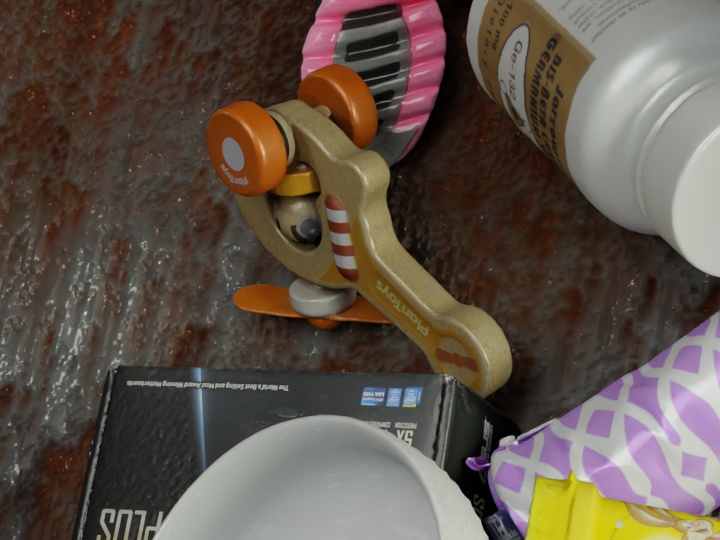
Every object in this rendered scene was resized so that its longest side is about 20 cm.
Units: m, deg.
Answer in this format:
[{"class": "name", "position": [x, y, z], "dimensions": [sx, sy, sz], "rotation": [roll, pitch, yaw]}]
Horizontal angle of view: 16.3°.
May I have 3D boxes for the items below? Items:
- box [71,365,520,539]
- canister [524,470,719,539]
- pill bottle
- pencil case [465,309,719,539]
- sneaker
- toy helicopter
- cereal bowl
[{"class": "box", "position": [-0.037, 0.138, 1.237], "dimensions": [0.200, 0.086, 0.164], "rotation": [1, 71, 28]}, {"class": "canister", "position": [0.160, 0.175, 1.064], "dimensions": [0.200, 0.087, 0.149], "rotation": [10, 51, 5]}, {"class": "pill bottle", "position": [0.139, -0.082, 1.188], "dimensions": [0.114, 0.114, 0.200], "rotation": [-44, 38, 5]}, {"class": "pencil case", "position": [0.150, 0.070, 1.167], "dimensions": [0.200, 0.084, 0.086], "rotation": [-34, 67, 7]}, {"class": "sneaker", "position": [0.004, -0.152, 1.350], "dimensions": [0.079, 0.095, 0.200], "rotation": [-2, 90, 1]}, {"class": "toy helicopter", "position": [0.000, 0.000, 1.270], "dimensions": [0.079, 0.132, 0.200], "rotation": [-26, 57, -35]}, {"class": "cereal bowl", "position": [-0.014, 0.169, 1.098], "dimensions": [0.200, 0.083, 0.200], "rotation": [-22, 54, 34]}]
